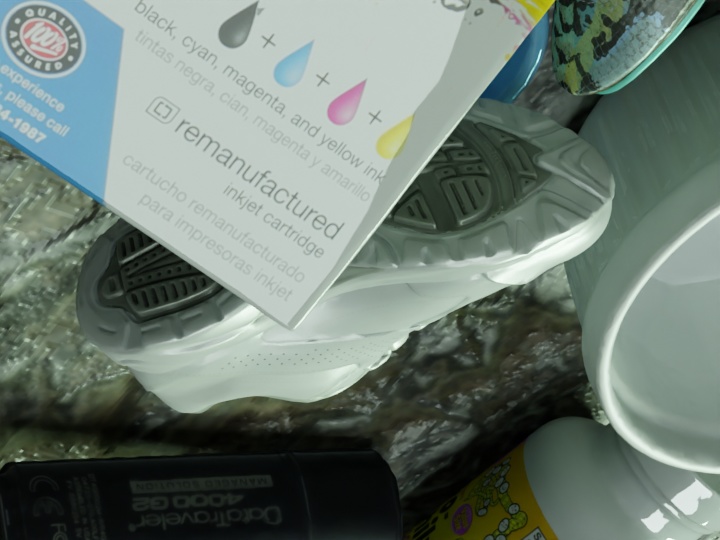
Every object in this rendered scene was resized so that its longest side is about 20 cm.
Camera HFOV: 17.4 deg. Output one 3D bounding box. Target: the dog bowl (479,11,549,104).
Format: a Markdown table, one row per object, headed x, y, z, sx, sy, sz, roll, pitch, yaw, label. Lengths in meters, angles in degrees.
| x | y | z | sx | sy | sz | roll | pitch | yaw | label |
| --- | --- | --- | --- | --- | --- | --- | --- | --- | --- |
| -0.007 | -0.065 | 0.884 | 0.111 | 0.050 | 0.200 | 20 | 125 | -37 | dog bowl |

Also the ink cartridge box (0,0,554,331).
| x | y | z | sx | sy | sz | roll | pitch | yaw | label |
| --- | --- | --- | --- | --- | --- | --- | --- | --- | --- |
| -0.027 | -0.120 | 0.681 | 0.147 | 0.145 | 0.200 | 35 | 99 | -24 | ink cartridge box |

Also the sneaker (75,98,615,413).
| x | y | z | sx | sy | sz | roll | pitch | yaw | label |
| --- | --- | --- | --- | --- | --- | --- | --- | --- | --- |
| 0.000 | 0.000 | 0.875 | 0.199 | 0.078 | 0.099 | -15 | 147 | 7 | sneaker |

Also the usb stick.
| x | y | z | sx | sy | sz | roll | pitch | yaw | label |
| --- | --- | --- | --- | --- | --- | --- | --- | --- | --- |
| -0.069 | 0.107 | 1.030 | 0.199 | 0.056 | 0.033 | 1 | 158 | -32 | usb stick |

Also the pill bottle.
| x | y | z | sx | sy | sz | roll | pitch | yaw | label |
| --- | --- | --- | --- | --- | --- | --- | --- | --- | --- |
| 0.086 | 0.138 | 1.103 | 0.200 | 0.104 | 0.104 | -41 | 135 | 22 | pill bottle |

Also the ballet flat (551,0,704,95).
| x | y | z | sx | sy | sz | roll | pitch | yaw | label |
| --- | --- | --- | --- | --- | --- | --- | --- | --- | --- |
| 0.116 | -0.153 | 0.820 | 0.074 | 0.074 | 0.200 | 25 | 109 | -40 | ballet flat |

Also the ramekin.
| x | y | z | sx | sy | sz | roll | pitch | yaw | label |
| --- | --- | --- | --- | --- | --- | --- | --- | --- | --- |
| 0.174 | -0.019 | 0.966 | 0.200 | 0.105 | 0.200 | -12 | 139 | -11 | ramekin |
